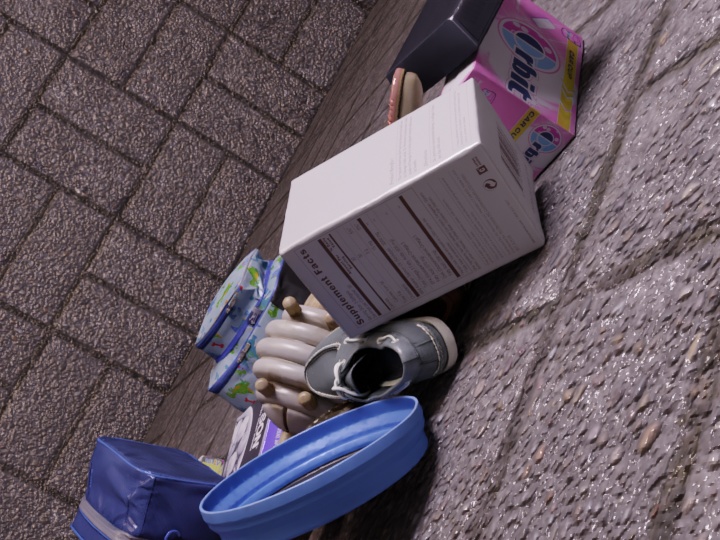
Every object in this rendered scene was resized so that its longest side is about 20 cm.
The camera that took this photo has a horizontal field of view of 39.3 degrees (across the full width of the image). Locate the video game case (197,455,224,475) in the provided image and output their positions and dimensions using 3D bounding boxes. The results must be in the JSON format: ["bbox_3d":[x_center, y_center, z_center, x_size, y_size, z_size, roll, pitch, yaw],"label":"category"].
[{"bbox_3d":[-0.228,0.348,1.323,0.200,0.036,0.183,132,151,-64],"label":"video game case"}]

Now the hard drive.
[{"bbox_3d":[0.088,-0.244,0.976,0.136,0.042,0.200,-62,12,-12],"label":"hard drive"}]

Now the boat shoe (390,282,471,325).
[{"bbox_3d":[0.032,0.058,0.971,0.200,0.072,0.068,-48,14,38],"label":"boat shoe"}]

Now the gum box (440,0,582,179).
[{"bbox_3d":[0.150,-0.195,0.986,0.066,0.113,0.201,-49,16,40],"label":"gum box"}]

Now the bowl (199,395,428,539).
[{"bbox_3d":[-0.035,0.165,0.829,0.199,0.040,0.201,-25,3,1],"label":"bowl"}]

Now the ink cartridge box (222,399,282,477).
[{"bbox_3d":[-0.117,0.233,1.191,0.200,0.043,0.199,-45,27,50],"label":"ink cartridge box"}]

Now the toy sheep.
[{"bbox_3d":[-0.058,0.107,1.096,0.201,0.137,0.138,-68,13,-13],"label":"toy sheep"}]

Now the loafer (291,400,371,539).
[{"bbox_3d":[-0.044,0.203,0.963,0.200,0.067,0.076,-48,9,-27],"label":"loafer"}]

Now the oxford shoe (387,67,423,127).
[{"bbox_3d":[0.068,-0.099,0.965,0.071,0.073,0.201,-73,-25,-57],"label":"oxford shoe"}]

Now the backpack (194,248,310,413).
[{"bbox_3d":[-0.135,0.080,1.346,0.201,0.146,0.183,-60,9,16],"label":"backpack"}]

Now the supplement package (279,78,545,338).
[{"bbox_3d":[0.044,-0.052,0.882,0.199,0.117,0.117,-27,32,22],"label":"supplement package"}]

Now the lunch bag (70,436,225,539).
[{"bbox_3d":[-0.237,0.284,1.157,0.200,0.135,0.133,12,86,56],"label":"lunch bag"}]

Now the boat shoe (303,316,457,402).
[{"bbox_3d":[0.000,0.086,0.922,0.062,0.073,0.199,-22,3,-41],"label":"boat shoe"}]
